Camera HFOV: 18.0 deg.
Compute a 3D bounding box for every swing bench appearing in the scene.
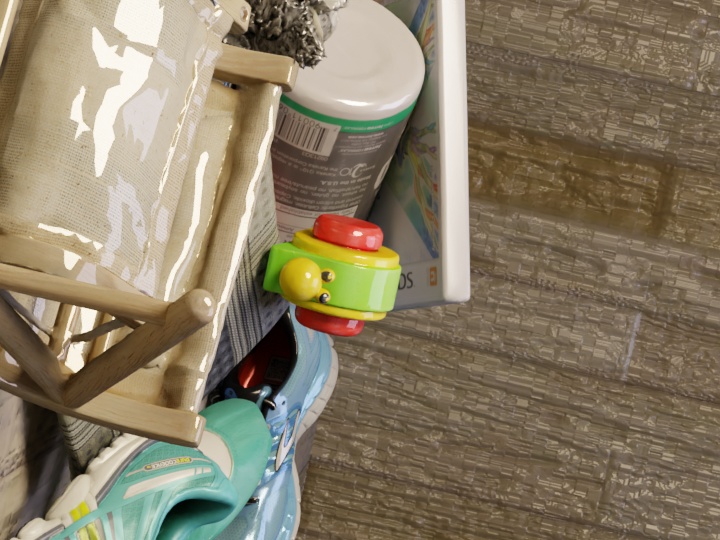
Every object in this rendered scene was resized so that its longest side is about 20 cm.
[{"bbox_3d":[-0.104,-0.052,0.996,0.200,0.129,0.200,108,-4,-70],"label":"swing bench"}]

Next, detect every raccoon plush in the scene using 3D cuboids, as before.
[{"bbox_3d":[-0.069,-0.196,1.203,0.200,0.097,0.134,39,61,-36],"label":"raccoon plush"}]

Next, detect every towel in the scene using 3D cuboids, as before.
[{"bbox_3d":[-0.112,0.018,1.269,0.193,0.034,0.200,-47,154,-28],"label":"towel"}]

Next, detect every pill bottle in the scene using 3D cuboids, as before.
[{"bbox_3d":[-0.039,-0.074,1.466,0.113,0.113,0.200,-74,-175,-45],"label":"pill bottle"}]

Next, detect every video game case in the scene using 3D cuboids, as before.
[{"bbox_3d":[0.024,-0.074,1.488,0.182,0.022,0.201,170,-79,-68],"label":"video game case"}]

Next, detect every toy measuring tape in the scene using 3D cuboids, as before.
[{"bbox_3d":[0.000,0.000,1.372,0.200,0.073,0.074,-16,119,-72],"label":"toy measuring tape"}]

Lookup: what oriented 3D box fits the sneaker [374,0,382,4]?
[{"bbox_3d":[-0.048,-0.152,1.609,0.075,0.070,0.201,2,116,-51],"label":"sneaker"}]

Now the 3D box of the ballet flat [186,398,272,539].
[{"bbox_3d":[-0.124,0.145,1.343,0.200,0.067,0.070,-47,158,-19],"label":"ballet flat"}]

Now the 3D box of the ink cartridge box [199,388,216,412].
[{"bbox_3d":[-0.120,0.032,1.426,0.116,0.067,0.201,-70,172,-52],"label":"ink cartridge box"}]

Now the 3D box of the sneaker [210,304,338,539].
[{"bbox_3d":[-0.076,0.106,1.447,0.090,0.078,0.201,62,37,-58],"label":"sneaker"}]

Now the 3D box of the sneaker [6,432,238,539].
[{"bbox_3d":[-0.144,0.165,1.222,0.200,0.080,0.078,-49,157,-28],"label":"sneaker"}]

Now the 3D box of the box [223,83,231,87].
[{"bbox_3d":[-0.090,-0.176,1.344,0.161,0.049,0.201,99,5,-61],"label":"box"}]
